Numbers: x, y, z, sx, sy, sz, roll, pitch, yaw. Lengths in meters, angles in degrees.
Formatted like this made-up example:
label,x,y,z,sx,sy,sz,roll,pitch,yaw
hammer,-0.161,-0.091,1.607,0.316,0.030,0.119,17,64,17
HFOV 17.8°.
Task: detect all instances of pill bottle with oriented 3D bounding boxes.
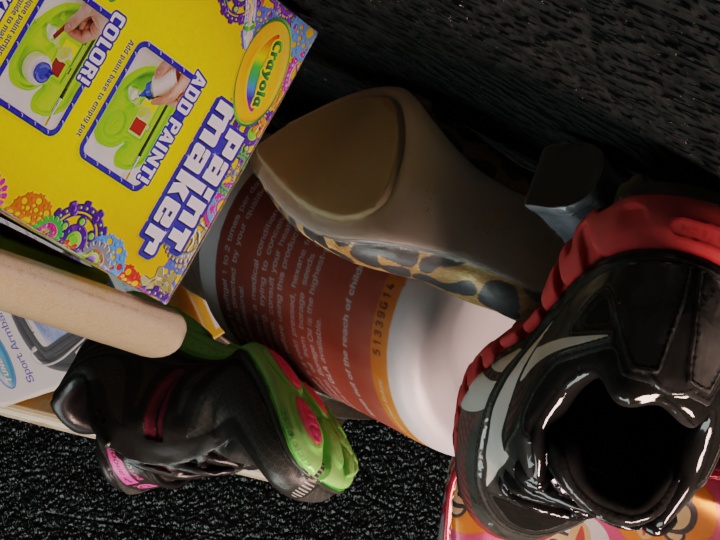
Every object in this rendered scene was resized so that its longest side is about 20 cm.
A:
label,x,y,z,sx,sy,sz,roll,pitch,yaw
pill bottle,0.000,0.000,1.019,0.200,0.112,0.112,24,172,47

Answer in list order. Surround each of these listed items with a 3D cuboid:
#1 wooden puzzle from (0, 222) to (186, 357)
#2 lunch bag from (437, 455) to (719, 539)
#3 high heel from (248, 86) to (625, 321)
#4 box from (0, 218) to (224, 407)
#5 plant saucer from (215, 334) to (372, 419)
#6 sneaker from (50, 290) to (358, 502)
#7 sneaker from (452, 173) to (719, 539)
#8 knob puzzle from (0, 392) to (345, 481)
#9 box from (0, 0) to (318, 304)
label,x,y,z,sx,sy,sz,roll,pitch,yaw
wooden puzzle,-0.187,-0.023,0.874,0.199,0.037,0.185,19,178,36
lunch bag,0.120,0.149,1.050,0.175,0.201,0.082,9,-150,3
high heel,0.053,-0.004,0.893,0.200,0.072,0.143,11,157,45
box,-0.152,-0.004,1.168,0.200,0.041,0.119,-17,100,45
plant saucer,-0.036,0.016,1.242,0.200,0.032,0.200,25,-151,-15
sneaker,-0.071,0.071,1.015,0.077,0.084,0.200,49,163,-30
sneaker,0.077,0.056,0.801,0.071,0.098,0.201,18,144,-9
knob puzzle,-0.082,0.049,1.291,0.219,0.219,0.031,26,129,32
box,-0.160,-0.106,0.842,0.200,0.122,0.192,25,174,41
